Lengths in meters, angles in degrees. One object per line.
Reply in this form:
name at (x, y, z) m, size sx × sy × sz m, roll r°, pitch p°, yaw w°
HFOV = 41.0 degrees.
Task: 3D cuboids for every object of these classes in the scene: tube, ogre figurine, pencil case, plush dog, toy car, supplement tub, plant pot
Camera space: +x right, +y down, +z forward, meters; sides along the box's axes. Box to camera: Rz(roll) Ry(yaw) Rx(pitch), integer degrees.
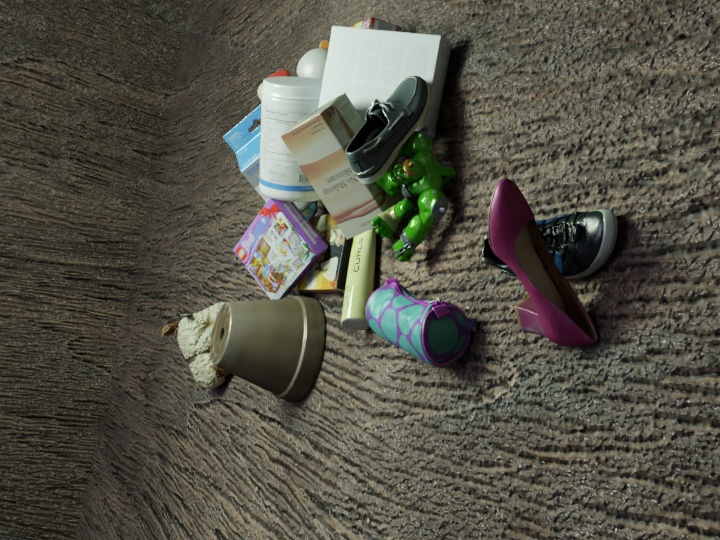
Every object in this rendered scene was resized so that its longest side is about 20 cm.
tube at (0.000, 0.000, 1.620) m, size 0.057 × 0.052 × 0.202 m, roll -5°, pitch 62°, yaw 23°
ogre figurine at (0.074, -0.129, 1.444) m, size 0.120 × 0.098 × 0.202 m, roll -33°, pitch 41°, yaw 43°
pencil case at (0.079, 0.071, 1.357) m, size 0.200 × 0.084 × 0.093 m, roll -162°, pitch 69°, yaw -66°
plush dog at (-0.361, 0.189, 2.239) m, size 0.200 × 0.159 × 0.173 m, roll -40°, pitch 69°, yaw 56°
toy car at (-0.083, -0.357, 1.903) m, size 0.200 × 0.177 × 0.184 m, roll -45°, pitch 14°, yaw 3°
supplement tub at (-0.112, -0.232, 1.695) m, size 0.132 × 0.131 × 0.202 m, roll -138°, pitch 48°, yaw -63°
plant pot at (-0.183, 0.134, 1.804) m, size 0.200 × 0.172 × 0.202 m, roll -44°, pitch 39°, yaw 53°

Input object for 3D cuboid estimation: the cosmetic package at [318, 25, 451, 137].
cosmetic package at (0.036, -0.302, 1.538) m, size 0.198 × 0.052 × 0.152 m, roll 13°, pitch 92°, yaw 27°

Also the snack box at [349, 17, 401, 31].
snack box at (-0.005, -0.337, 1.730) m, size 0.168 × 0.067 × 0.202 m, roll -167°, pitch 89°, yaw -70°

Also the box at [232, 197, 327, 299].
box at (-0.154, -0.041, 1.815) m, size 0.137 × 0.039 × 0.200 m, roll 51°, pitch 140°, yaw 6°

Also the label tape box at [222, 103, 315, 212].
label tape box at (-0.148, -0.209, 1.806) m, size 0.144 × 0.200 × 0.063 m, roll -37°, pitch 15°, yaw 14°

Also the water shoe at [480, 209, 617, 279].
water shoe at (0.213, -0.027, 1.116) m, size 0.200 × 0.078 × 0.072 m, roll -26°, pitch 55°, yaw 61°

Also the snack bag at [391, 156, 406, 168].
snack bag at (0.057, -0.241, 1.645) m, size 0.190 × 0.021 × 0.201 m, roll -66°, pitch 26°, yaw 25°

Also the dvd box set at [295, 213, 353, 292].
dvd box set at (-0.061, -0.033, 1.790) m, size 0.200 × 0.029 × 0.148 m, roll -2°, pitch 77°, yaw 65°

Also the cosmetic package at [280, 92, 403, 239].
cosmetic package at (-0.023, -0.164, 1.532) m, size 0.103 × 0.201 × 0.087 m, roll -24°, pitch 17°, yaw 40°

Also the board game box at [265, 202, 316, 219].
board game box at (-0.151, -0.156, 2.031) m, size 0.151 × 0.047 × 0.201 m, roll -55°, pitch 33°, yaw 41°

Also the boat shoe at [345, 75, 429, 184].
boat shoe at (0.040, -0.222, 1.426) m, size 0.072 × 0.062 × 0.201 m, roll 4°, pitch 57°, yaw 47°

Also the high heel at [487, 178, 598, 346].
high heel at (0.200, -0.006, 1.047) m, size 0.095 × 0.067 × 0.202 m, roll 10°, pitch 122°, yaw 45°
